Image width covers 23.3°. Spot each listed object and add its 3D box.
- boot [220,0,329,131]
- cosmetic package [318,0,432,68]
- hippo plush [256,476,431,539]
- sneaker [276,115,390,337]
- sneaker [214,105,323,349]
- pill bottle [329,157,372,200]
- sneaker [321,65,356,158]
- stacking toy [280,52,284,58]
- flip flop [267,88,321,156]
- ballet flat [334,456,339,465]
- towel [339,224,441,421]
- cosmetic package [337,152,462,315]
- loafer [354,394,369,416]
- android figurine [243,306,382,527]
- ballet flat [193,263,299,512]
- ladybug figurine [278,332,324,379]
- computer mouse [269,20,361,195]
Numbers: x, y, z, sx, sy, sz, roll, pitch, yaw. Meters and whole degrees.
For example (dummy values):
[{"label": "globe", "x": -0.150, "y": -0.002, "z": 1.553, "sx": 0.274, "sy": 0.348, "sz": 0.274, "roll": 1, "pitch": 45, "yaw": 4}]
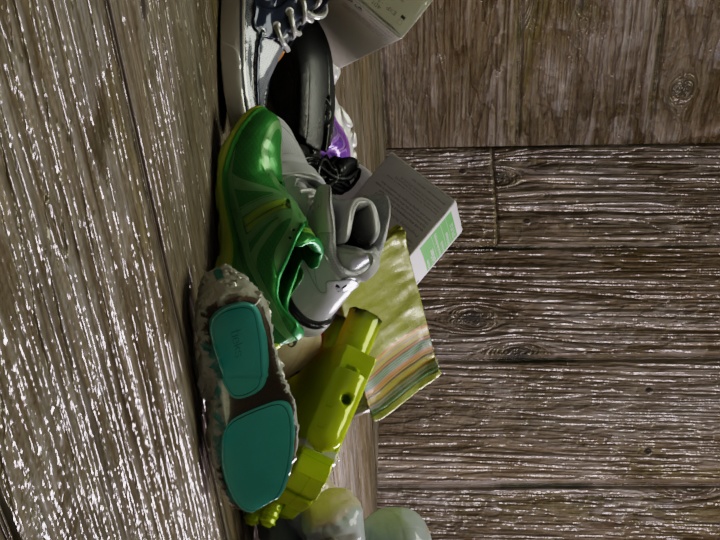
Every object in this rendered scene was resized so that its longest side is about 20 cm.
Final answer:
[{"label": "boot", "x": -0.065, "y": -0.210, "z": 1.414, "sx": 0.073, "sy": 0.090, "sz": 0.201, "roll": 72, "pitch": 18, "yaw": -79}, {"label": "cosmetic package", "x": 0.011, "y": -0.256, "z": 1.593, "sx": 0.105, "sy": 0.071, "sz": 0.200, "roll": -54, "pitch": -167, "yaw": -12}, {"label": "hippo plush", "x": 0.006, "y": 0.274, "z": 1.542, "sx": 0.159, "sy": 0.160, "sz": 0.201, "roll": -34, "pitch": -126, "yaw": 57}, {"label": "sneaker", "x": -0.036, "y": -0.057, "z": 1.410, "sx": 0.115, "sy": 0.075, "sz": 0.201, "roll": -37, "pitch": -124, "yaw": 42}, {"label": "sneaker", "x": -0.068, "y": -0.029, "z": 1.344, "sx": 0.074, "sy": 0.083, "sz": 0.201, "roll": 54, "pitch": 33, "yaw": -67}, {"label": "pill bottle", "x": -0.026, "y": -0.017, "z": 1.847, "sx": 0.201, "sy": 0.112, "sz": 0.113, "roll": 85, "pitch": 5, "yaw": -54}, {"label": "sneaker", "x": -0.059, "y": -0.151, "z": 1.835, "sx": 0.201, "sy": 0.080, "sz": 0.084, "roll": 76, "pitch": 28, "yaw": -44}, {"label": "stacking toy", "x": -0.063, "y": -0.265, "z": 1.518, "sx": 0.116, "sy": 0.109, "sz": 0.201, "roll": 73, "pitch": 28, "yaw": -64}, {"label": "flip flop", "x": -0.072, "y": -0.101, "z": 1.631, "sx": 0.081, "sy": 0.057, "sz": 0.201, "roll": -98, "pitch": 167, "yaw": -46}, {"label": "ballet flat", "x": -0.048, "y": 0.201, "z": 1.692, "sx": 0.074, "sy": 0.074, "sz": 0.201, "roll": -77, "pitch": 165, "yaw": -76}, {"label": "towel", "x": 0.025, "y": 0.052, "z": 1.600, "sx": 0.018, "sy": 0.086, "sz": 0.201, "roll": 34, "pitch": -27, "yaw": 37}, {"label": "cosmetic package", "x": 0.000, "y": 0.000, "z": 1.642, "sx": 0.200, "sy": 0.085, "sz": 0.108, "roll": -51, "pitch": 166, "yaw": -5}, {"label": "loafer", "x": -0.036, "y": 0.074, "z": 1.732, "sx": 0.200, "sy": 0.075, "sz": 0.069, "roll": 44, "pitch": -17, "yaw": 51}, {"label": "android figurine", "x": -0.045, "y": 0.127, "z": 1.491, "sx": 0.201, "sy": 0.041, "sz": 0.182, "roll": -65, "pitch": -164, "yaw": -12}, {"label": "ballet flat", "x": -0.085, "y": 0.080, "z": 1.262, "sx": 0.072, "sy": 0.071, "sz": 0.201, "roll": -86, "pitch": 174, "yaw": -56}, {"label": "ladybug figurine", "x": -0.066, "y": 0.010, "z": 1.504, "sx": 0.136, "sy": 0.071, "sz": 0.201, "roll": 85, "pitch": 6, "yaw": -52}, {"label": "computer mouse", "x": -0.045, "y": -0.166, "z": 1.575, "sx": 0.201, "sy": 0.052, "sz": 0.138, "roll": 72, "pitch": 18, "yaw": 1}]
